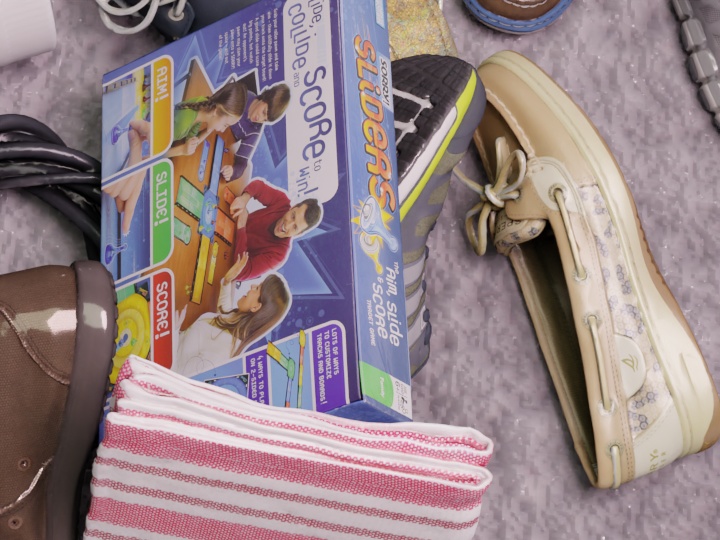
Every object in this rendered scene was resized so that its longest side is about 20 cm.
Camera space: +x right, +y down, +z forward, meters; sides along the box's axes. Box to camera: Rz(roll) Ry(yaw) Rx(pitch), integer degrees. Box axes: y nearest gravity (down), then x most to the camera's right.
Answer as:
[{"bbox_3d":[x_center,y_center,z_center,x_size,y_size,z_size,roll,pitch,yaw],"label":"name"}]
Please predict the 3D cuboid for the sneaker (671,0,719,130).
[{"bbox_3d":[0.185,-0.132,1.030,0.075,0.116,0.200,-27,78,-13],"label":"sneaker"}]

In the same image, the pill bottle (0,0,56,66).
[{"bbox_3d":[-0.240,-0.111,0.980,0.199,0.110,0.110,-18,76,-11],"label":"pill bottle"}]

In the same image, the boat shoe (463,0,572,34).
[{"bbox_3d":[0.092,-0.210,1.064,0.072,0.072,0.201,16,73,-1],"label":"boat shoe"}]

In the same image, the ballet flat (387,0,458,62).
[{"bbox_3d":[-0.002,-0.168,1.049,0.070,0.071,0.201,-14,78,-10],"label":"ballet flat"}]

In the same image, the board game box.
[{"bbox_3d":[-0.047,-0.013,0.931,0.135,0.034,0.201,-21,57,31],"label":"board game box"}]

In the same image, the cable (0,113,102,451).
[{"bbox_3d":[-0.175,0.022,0.979,0.199,0.051,0.164,-24,78,-13],"label":"cable"}]

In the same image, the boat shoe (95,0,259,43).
[{"bbox_3d":[-0.088,-0.144,1.016,0.200,0.062,0.075,49,117,10],"label":"boat shoe"}]

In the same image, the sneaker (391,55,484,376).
[{"bbox_3d":[0.000,0.000,0.981,0.074,0.081,0.200,24,83,44],"label":"sneaker"}]

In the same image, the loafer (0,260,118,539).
[{"bbox_3d":[-0.150,0.088,0.922,0.071,0.073,0.201,9,100,-14],"label":"loafer"}]

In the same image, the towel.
[{"bbox_3d":[-0.036,0.110,0.899,0.146,0.200,0.030,12,52,-4],"label":"towel"}]

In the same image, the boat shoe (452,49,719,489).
[{"bbox_3d":[0.090,-0.003,1.004,0.063,0.073,0.201,-24,78,-15],"label":"boat shoe"}]
